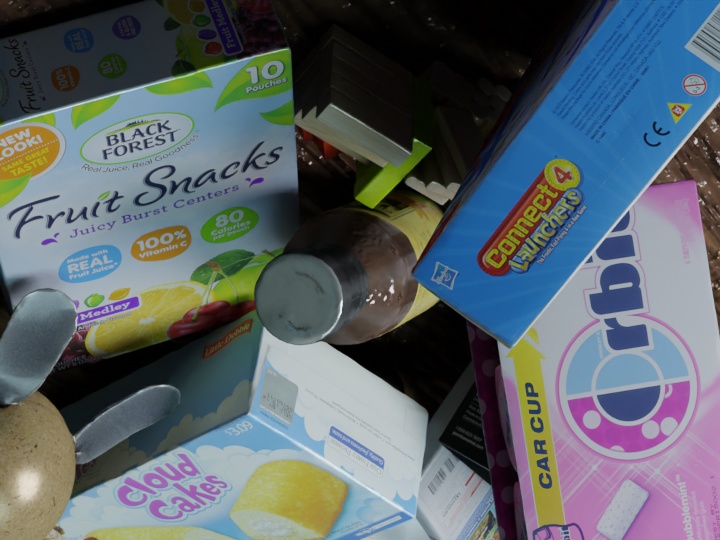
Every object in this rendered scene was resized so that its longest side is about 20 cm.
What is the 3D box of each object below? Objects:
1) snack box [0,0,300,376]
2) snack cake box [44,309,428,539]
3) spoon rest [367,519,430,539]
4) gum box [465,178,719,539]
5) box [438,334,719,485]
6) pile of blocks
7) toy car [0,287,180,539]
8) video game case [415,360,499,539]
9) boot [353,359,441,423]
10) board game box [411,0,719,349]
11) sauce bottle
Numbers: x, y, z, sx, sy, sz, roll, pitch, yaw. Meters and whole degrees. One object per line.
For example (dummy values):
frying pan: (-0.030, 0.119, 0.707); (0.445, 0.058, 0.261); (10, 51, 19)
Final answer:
snack box: (-0.101, -0.037, 1.019); (0.142, 0.053, 0.200); (-17, 148, -11)
snack cake box: (-0.076, 0.102, 1.143); (0.115, 0.067, 0.200); (33, 138, -31)
spoon rest: (0.059, 0.176, 1.403); (0.200, 0.100, 0.061); (5, 178, -44)
gum box: (0.121, 0.062, 1.134); (0.113, 0.201, 0.066); (-9, 179, -10)
box: (0.144, 0.085, 1.270); (0.141, 0.079, 0.200); (-56, 146, -6)
pile of blocks: (0.040, -0.051, 1.062); (0.200, 0.082, 0.062); (10, 138, -40)
toy car: (-0.191, 0.084, 1.051); (0.200, 0.158, 0.164); (-36, 136, 12)
video game case: (0.089, 0.107, 1.309); (0.143, 0.018, 0.200); (-54, 150, -14)
boot: (-0.060, 0.112, 1.263); (0.166, 0.072, 0.200); (23, 124, -38)
board game box: (0.118, -0.096, 0.955); (0.056, 0.196, 0.200); (34, 128, -3)
sauce bottle: (0.000, 0.000, 1.045); (0.065, 0.065, 0.200); (-33, 178, 15)
